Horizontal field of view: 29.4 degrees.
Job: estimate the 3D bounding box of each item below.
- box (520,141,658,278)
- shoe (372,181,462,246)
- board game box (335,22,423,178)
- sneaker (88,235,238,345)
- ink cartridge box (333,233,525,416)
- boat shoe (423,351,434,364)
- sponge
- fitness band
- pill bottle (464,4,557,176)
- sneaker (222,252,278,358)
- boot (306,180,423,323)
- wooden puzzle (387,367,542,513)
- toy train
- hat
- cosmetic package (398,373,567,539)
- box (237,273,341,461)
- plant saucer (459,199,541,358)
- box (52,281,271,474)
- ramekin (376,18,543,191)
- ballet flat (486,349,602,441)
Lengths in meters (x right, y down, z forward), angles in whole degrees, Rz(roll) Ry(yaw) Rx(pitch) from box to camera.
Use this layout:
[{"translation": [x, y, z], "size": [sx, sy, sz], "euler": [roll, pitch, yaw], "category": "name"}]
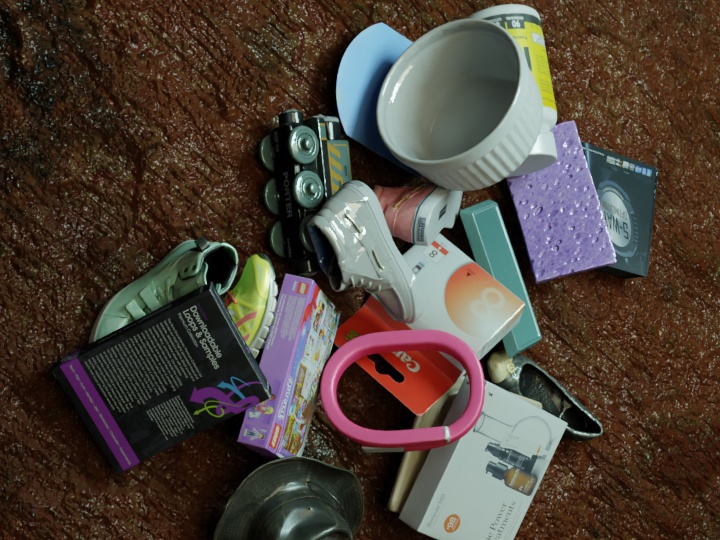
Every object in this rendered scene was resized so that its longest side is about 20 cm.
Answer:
[{"translation": [0.321, -0.088, 1.911], "size": [0.198, 0.043, 0.162], "euler": [15, 78, -29], "category": "box"}, {"translation": [0.068, -0.085, 1.728], "size": [0.200, 0.090, 0.072], "euler": [-43, 143, -65], "category": "shoe"}, {"translation": [0.044, -0.212, 1.756], "size": [0.199, 0.039, 0.160], "euler": [28, 71, -26], "category": "board game box"}, {"translation": [-0.219, 0.037, 1.530], "size": [0.074, 0.118, 0.201], "euler": [48, 65, -19], "category": "sneaker"}, {"translation": [0.082, 0.060, 1.704], "size": [0.162, 0.050, 0.200], "euler": [40, 59, 19], "category": "ink cartridge box"}, {"translation": [0.135, 0.058, 1.775], "size": [0.200, 0.063, 0.074], "euler": [-40, 106, -27], "category": "boat shoe"}, {"translation": [0.259, -0.091, 1.825], "size": [0.110, 0.030, 0.202], "euler": [-15, 78, 2], "category": "sponge"}, {"translation": [0.050, 0.142, 1.643], "size": [0.197, 0.038, 0.145], "euler": [-4, 68, 4], "category": "fitness band"}, {"translation": [0.194, -0.232, 1.787], "size": [0.113, 0.114, 0.203], "euler": [-1, 75, -31], "category": "pill bottle"}, {"translation": [-0.158, 0.070, 1.565], "size": [0.089, 0.078, 0.202], "euler": [20, 97, -19], "category": "sneaker"}, {"translation": [0.000, 0.000, 1.627], "size": [0.095, 0.073, 0.201], "euler": [-42, 118, -30], "category": "boot"}, {"translation": [0.129, 0.233, 1.756], "size": [0.198, 0.046, 0.187], "euler": [20, 87, -33], "category": "wooden puzzle"}, {"translation": [-0.056, -0.094, 1.668], "size": [0.113, 0.085, 0.203], "euler": [-4, 86, -43], "category": "toy train"}, {"translation": [-0.069, 0.314, 1.583], "size": [0.198, 0.081, 0.203], "euler": [-14, 122, -23], "category": "hat"}, {"translation": [0.154, 0.249, 1.712], "size": [0.150, 0.052, 0.202], "euler": [27, 87, -30], "category": "cosmetic package"}, {"translation": [-0.081, 0.121, 1.606], "size": [0.137, 0.039, 0.202], "euler": [55, 49, -68], "category": "box"}, {"translation": [0.186, 0.009, 1.787], "size": [0.070, 0.019, 0.202], "euler": [-21, 93, -47], "category": "plant saucer"}, {"translation": [-0.216, 0.119, 1.506], "size": [0.198, 0.036, 0.144], "euler": [-26, 108, 7], "category": "box"}, {"translation": [0.128, -0.192, 1.669], "size": [0.105, 0.198, 0.202], "euler": [40, 65, -49], "category": "ramekin"}, {"translation": [0.248, 0.164, 1.837], "size": [0.199, 0.057, 0.067], "euler": [35, 69, -24], "category": "ballet flat"}]
